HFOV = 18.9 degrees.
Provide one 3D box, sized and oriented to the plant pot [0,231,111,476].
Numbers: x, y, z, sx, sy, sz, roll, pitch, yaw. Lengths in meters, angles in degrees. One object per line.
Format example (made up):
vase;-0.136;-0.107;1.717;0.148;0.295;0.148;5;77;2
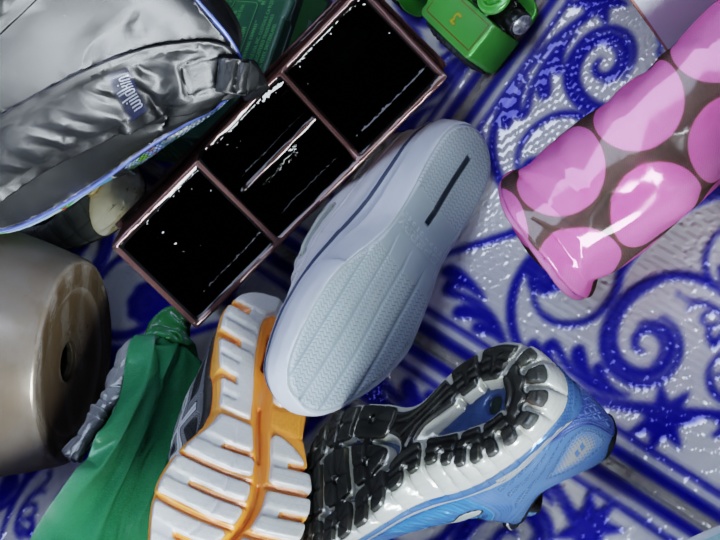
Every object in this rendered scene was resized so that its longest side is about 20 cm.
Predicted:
plant pot;-0.242;0.045;1.226;0.173;0.200;0.201;6;68;14

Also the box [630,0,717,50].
box;0.150;-0.228;1.164;0.097;0.124;0.200;-34;53;11

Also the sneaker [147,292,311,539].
sneaker;-0.069;0.108;1.130;0.077;0.078;0.201;-54;14;46

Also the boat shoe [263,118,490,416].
boat shoe;0.000;0.000;1.161;0.067;0.074;0.200;-1;41;45

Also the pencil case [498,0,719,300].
pencil case;0.164;-0.072;1.103;0.200;0.094;0.091;-38;98;7

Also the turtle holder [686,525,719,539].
turtle holder;0.193;0.168;0.927;0.185;0.141;0.132;-37;52;9

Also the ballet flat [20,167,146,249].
ballet flat;-0.218;-0.051;1.325;0.199;0.057;0.067;4;69;31

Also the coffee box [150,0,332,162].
coffee box;-0.124;-0.130;1.320;0.199;0.044;0.123;7;70;32

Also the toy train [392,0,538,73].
toy train;0.030;-0.184;1.265;0.056;0.042;0.200;-51;52;11

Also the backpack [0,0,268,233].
backpack;-0.183;-0.128;1.188;0.200;0.183;0.147;-35;20;7

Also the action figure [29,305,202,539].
action figure;-0.123;0.107;1.176;0.055;0.118;0.201;-11;52;38

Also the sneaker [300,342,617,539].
sneaker;0.046;0.105;1.084;0.200;0.089;0.079;-25;47;41

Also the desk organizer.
desk organizer;-0.045;-0.065;1.198;0.200;0.072;0.077;-45;8;6
